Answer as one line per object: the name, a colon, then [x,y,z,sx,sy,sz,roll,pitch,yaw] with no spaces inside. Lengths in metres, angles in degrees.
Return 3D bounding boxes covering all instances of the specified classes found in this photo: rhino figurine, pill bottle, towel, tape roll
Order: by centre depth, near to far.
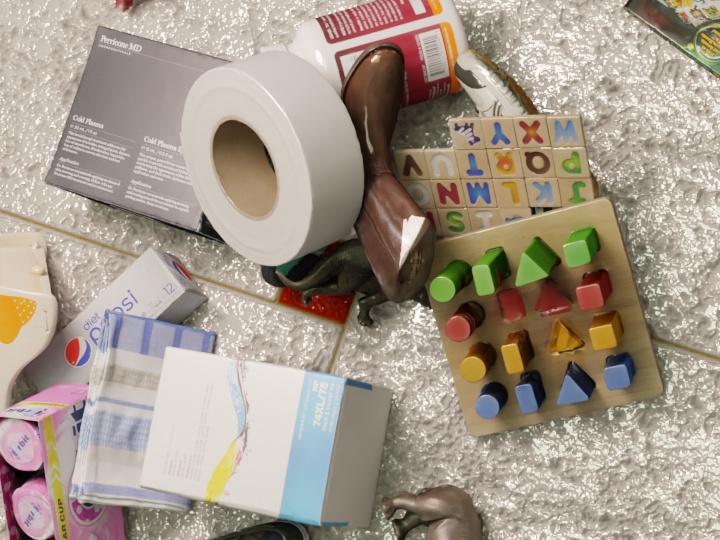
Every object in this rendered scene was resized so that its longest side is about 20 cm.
tape roll: [-0.088,-0.109,1.565,0.202,0.071,0.203,28,130,39]
rhino figurine: [0.093,0.304,1.574,0.087,0.060,0.201,-20,78,5]
pill bottle: [0.003,-0.212,1.634,0.199,0.113,0.113,-16,75,-6]
towel: [-0.222,0.149,1.675,0.024,0.147,0.201,-2,77,50]

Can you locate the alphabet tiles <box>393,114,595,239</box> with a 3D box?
alphabet tiles: [0.134,-0.077,1.588,0.199,0.008,0.168,1,124,24]

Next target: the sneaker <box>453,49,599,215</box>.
sneaker: [0.146,-0.123,1.592,0.088,0.076,0.200,-37,96,19]

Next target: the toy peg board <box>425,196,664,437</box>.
toy peg board: [0.165,0.055,1.537,0.199,0.098,0.200,-15,96,18]

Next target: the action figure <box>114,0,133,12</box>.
action figure: [-0.213,-0.373,1.799,0.149,0.134,0.200,25,106,-20]

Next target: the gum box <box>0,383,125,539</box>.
gum box: [-0.310,0.230,1.669,0.066,0.113,0.201,1,104,27]

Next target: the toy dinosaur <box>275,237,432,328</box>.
toy dinosaur: [0.000,0.000,1.624,0.102,0.200,0.077,-47,40,31]

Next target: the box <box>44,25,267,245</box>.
box: [-0.208,-0.144,1.736,0.199,0.104,0.183,18,88,21]

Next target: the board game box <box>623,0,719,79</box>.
board game box: [0.369,-0.244,1.588,0.200,0.023,0.105,42,94,22]

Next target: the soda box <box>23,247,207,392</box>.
soda box: [-0.265,0.067,1.742,0.200,0.063,0.068,-43,71,9]

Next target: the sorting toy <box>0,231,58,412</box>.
sorting toy: [-0.390,0.073,1.734,0.106,0.200,0.181,2,109,-15]

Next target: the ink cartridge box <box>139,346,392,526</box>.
ink cartridge box: [-0.093,0.168,1.618,0.199,0.147,0.147,8,84,20]

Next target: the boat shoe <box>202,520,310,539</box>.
boat shoe: [-0.149,0.304,1.663,0.200,0.057,0.069,-24,74,14]

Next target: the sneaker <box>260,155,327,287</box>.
sneaker: [-0.070,-0.080,1.704,0.087,0.074,0.200,17,79,38]

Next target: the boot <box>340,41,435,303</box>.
boot: [0.032,-0.092,1.532,0.200,0.064,0.187,-115,32,-48]
